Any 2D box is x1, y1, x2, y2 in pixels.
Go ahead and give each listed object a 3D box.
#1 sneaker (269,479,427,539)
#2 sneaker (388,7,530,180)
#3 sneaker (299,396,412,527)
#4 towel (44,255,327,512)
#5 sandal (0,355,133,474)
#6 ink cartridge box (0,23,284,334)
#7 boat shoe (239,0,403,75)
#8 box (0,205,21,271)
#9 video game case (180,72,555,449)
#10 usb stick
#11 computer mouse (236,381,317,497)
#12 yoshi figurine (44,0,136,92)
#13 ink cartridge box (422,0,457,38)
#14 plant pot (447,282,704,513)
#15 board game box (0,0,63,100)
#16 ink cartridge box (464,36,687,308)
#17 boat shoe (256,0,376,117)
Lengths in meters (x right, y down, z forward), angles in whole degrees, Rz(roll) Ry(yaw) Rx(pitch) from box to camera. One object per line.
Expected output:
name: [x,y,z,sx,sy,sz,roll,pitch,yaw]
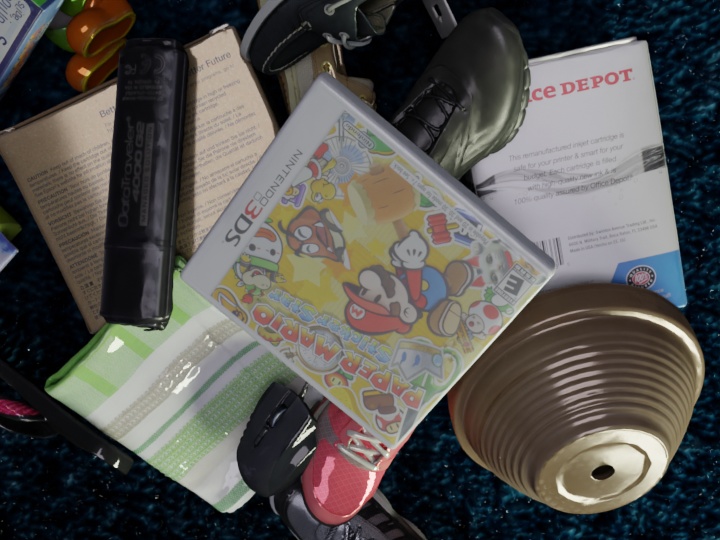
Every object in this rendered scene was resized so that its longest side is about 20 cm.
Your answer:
sneaker: [0.011,0.234,0.816,0.199,0.114,0.076,37,97,-6]
sneaker: [0.047,-0.087,0.708,0.076,0.090,0.202,43,127,23]
sneaker: [0.015,0.103,0.785,0.073,0.087,0.202,31,81,-15]
towel: [-0.121,0.098,0.795,0.149,0.031,0.200,-44,124,6]
sandal: [-0.263,0.106,0.789,0.199,0.075,0.045,33,76,16]
ink cartridge box: [-0.148,-0.070,0.786,0.198,0.075,0.167,-23,98,4]
boat shoe: [-0.002,-0.183,0.680,0.199,0.075,0.061,-35,87,37]
box: [-0.357,-0.043,0.786,0.200,0.048,0.122,44,97,5]
video game case: [0.000,0.000,0.698,0.199,0.023,0.183,38,115,-3]
usb stick: [-0.151,-0.060,0.718,0.055,0.033,0.204,3,89,18]
computer mouse: [-0.048,0.086,0.765,0.058,0.034,0.202,37,114,35]
yoshi figurine: [-0.265,-0.219,0.747,0.200,0.112,0.112,45,106,1]
ink cartridge box: [0.048,-0.275,0.734,0.067,0.115,0.202,-26,99,3]
plant pot: [0.169,0.114,0.764,0.197,0.093,0.203,-5,133,-6]
board game box: [-0.299,-0.182,0.719,0.135,0.035,0.199,43,137,-13]
ink cartridge box: [0.155,-0.063,0.785,0.142,0.084,0.203,-11,99,1]
boat shoe: [-0.021,-0.131,0.778,0.065,0.074,0.203,-17,99,8]
